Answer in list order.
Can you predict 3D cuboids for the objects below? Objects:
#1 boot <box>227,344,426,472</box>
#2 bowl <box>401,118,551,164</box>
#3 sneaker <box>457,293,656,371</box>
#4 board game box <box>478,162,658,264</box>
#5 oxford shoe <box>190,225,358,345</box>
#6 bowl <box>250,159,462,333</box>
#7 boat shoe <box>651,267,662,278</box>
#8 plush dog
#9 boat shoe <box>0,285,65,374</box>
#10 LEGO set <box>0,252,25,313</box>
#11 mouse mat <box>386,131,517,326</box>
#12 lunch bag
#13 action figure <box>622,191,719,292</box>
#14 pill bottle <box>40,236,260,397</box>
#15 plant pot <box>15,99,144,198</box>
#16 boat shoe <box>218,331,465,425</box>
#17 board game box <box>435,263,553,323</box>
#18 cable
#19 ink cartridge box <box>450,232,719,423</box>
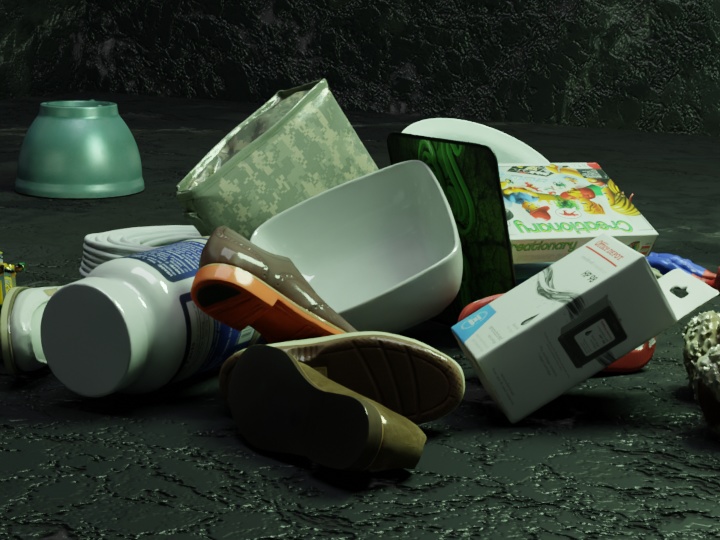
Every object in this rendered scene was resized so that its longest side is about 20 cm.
[{"bbox_3d":[-0.030,0.110,1.214,0.075,0.074,0.199,16,4,-39],"label":"boot"},{"bbox_3d":[0.118,-0.068,1.715,0.199,0.091,0.202,14,34,-10],"label":"bowl"},{"bbox_3d":[0.159,0.059,1.476,0.198,0.079,0.115,10,-2,-24],"label":"sneaker"},{"bbox_3d":[0.187,-0.059,1.627,0.198,0.035,0.127,-3,40,-31],"label":"board game box"},{"bbox_3d":[-0.051,0.030,1.354,0.199,0.073,0.071,35,-45,-31],"label":"oxford shoe"},{"bbox_3d":[0.000,0.000,1.512,0.198,0.075,0.200,-22,33,3],"label":"bowl"},{"bbox_3d":[0.263,0.027,1.626,0.062,0.072,0.200,8,8,18],"label":"boat shoe"},{"bbox_3d":[0.348,0.033,1.314,0.158,0.174,0.200,3,10,7],"label":"plush dog"},{"bbox_3d":[-0.270,0.046,1.454,0.068,0.076,0.200,-4,10,5],"label":"boat shoe"},{"bbox_3d":[-0.407,-0.004,1.486,0.198,0.117,0.154,-7,-12,-9],"label":"LEGO set"},{"bbox_3d":[0.091,-0.032,1.568,0.007,0.202,0.160,-22,22,-34],"label":"mouse mat"},{"bbox_3d":[-0.083,-0.067,1.646,0.200,0.165,0.117,-44,21,-29],"label":"lunch bag"},{"bbox_3d":[0.341,-0.035,1.874,0.198,0.100,0.065,7,11,39],"label":"action figure"},{"bbox_3d":[-0.175,0.040,1.380,0.115,0.117,0.199,7,12,28],"label":"pill bottle"},{"bbox_3d":[-0.432,-0.192,2.487,0.198,0.136,0.200,1,12,0],"label":"plant pot"},{"bbox_3d":[-0.010,0.082,1.303,0.200,0.076,0.075,4,5,16],"label":"boat shoe"},{"bbox_3d":[0.114,0.007,1.764,0.198,0.044,0.198,-7,15,-34],"label":"board game box"},{"bbox_3d":[-0.201,-0.005,1.730,0.197,0.070,0.200,2,11,7],"label":"cable"},{"bbox_3d":[0.182,0.034,1.335,0.199,0.067,0.116,-32,13,-1],"label":"ink cartridge box"}]
